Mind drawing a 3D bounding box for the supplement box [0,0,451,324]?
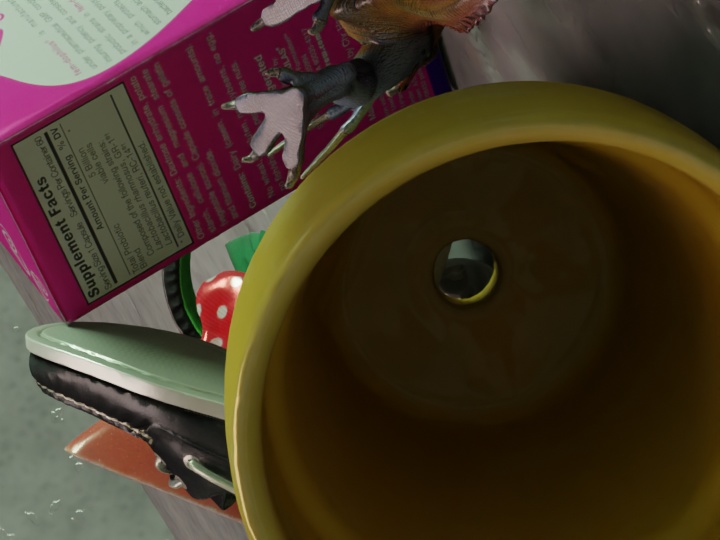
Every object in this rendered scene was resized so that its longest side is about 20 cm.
[{"bbox_3d":[-0.077,-0.084,1.006,0.101,0.200,0.104,46,161,49],"label":"supplement box"}]

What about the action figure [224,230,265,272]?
[{"bbox_3d":[-0.024,0.007,1.345,0.118,0.055,0.200,60,161,6],"label":"action figure"}]

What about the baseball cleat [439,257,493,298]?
[{"bbox_3d":[0.074,0.092,1.094,0.107,0.070,0.201,69,-171,-64],"label":"baseball cleat"}]

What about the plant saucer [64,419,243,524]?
[{"bbox_3d":[-0.022,0.100,1.160,0.199,0.037,0.200,20,-176,11],"label":"plant saucer"}]

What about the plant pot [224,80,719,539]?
[{"bbox_3d":[0.048,0.024,0.821,0.201,0.200,0.189,64,-178,-17],"label":"plant pot"}]

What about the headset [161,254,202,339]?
[{"bbox_3d":[-0.008,0.023,1.213,0.200,0.124,0.094,42,-167,5],"label":"headset"}]

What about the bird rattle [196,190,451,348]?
[{"bbox_3d":[0.000,0.000,1.078,0.112,0.164,0.200,17,178,-18],"label":"bird rattle"}]

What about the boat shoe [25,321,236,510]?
[{"bbox_3d":[-0.049,0.071,0.957,0.199,0.076,0.061,17,107,19],"label":"boat shoe"}]

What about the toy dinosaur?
[{"bbox_3d":[0.016,-0.089,0.857,0.199,0.181,0.105,1,107,32],"label":"toy dinosaur"}]
